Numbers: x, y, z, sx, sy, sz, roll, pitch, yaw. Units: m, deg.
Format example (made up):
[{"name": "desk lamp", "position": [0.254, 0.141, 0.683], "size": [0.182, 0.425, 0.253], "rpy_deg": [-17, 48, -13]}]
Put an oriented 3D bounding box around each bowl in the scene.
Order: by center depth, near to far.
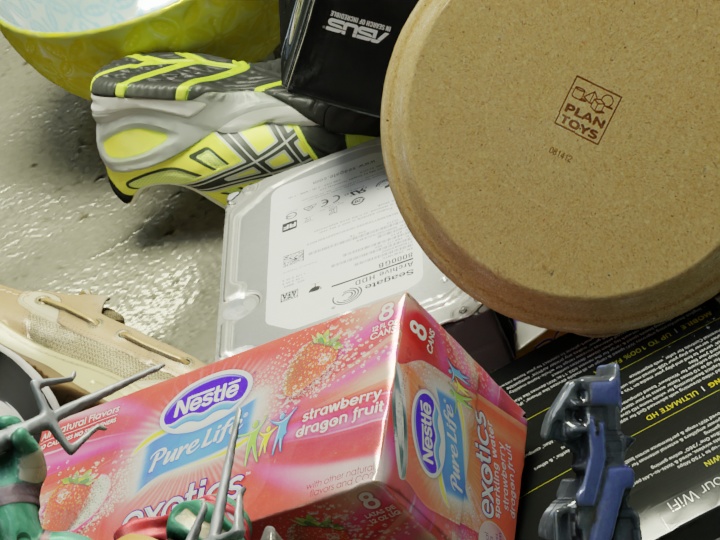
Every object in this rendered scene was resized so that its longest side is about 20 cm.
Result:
[{"name": "bowl", "position": [-0.104, -0.150, 1.575], "size": [0.200, 0.108, 0.200], "rpy_deg": [-16, 33, 11]}]

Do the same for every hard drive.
[{"name": "hard drive", "position": [0.000, 0.000, 1.319], "size": [0.139, 0.038, 0.200], "rpy_deg": [-19, 30, 11]}]

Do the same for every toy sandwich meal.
[{"name": "toy sandwich meal", "position": [0.100, -0.070, 1.204], "size": [0.205, 0.206, 0.070], "rpy_deg": [-19, -8, 7]}]

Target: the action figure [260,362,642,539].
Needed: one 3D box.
[{"name": "action figure", "position": [0.052, 0.135, 1.030], "size": [0.193, 0.201, 0.105], "rpy_deg": [6, -8, -10]}]

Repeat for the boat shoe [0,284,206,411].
[{"name": "boat shoe", "position": [-0.143, 0.046, 1.361], "size": [0.064, 0.071, 0.200], "rpy_deg": [-37, 45, -29]}]

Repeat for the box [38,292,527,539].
[{"name": "box", "position": [-0.040, 0.100, 1.137], "size": [0.200, 0.095, 0.103], "rpy_deg": [-20, 40, 31]}]

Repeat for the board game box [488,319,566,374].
[{"name": "board game box", "position": [0.080, 0.010, 1.310], "size": [0.200, 0.030, 0.095], "rpy_deg": [-37, 34, -16]}]

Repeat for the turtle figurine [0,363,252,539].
[{"name": "turtle figurine", "position": [-0.094, 0.121, 1.003], "size": [0.149, 0.101, 0.200], "rpy_deg": [10, 43, 40]}]

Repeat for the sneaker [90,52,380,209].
[{"name": "sneaker", "position": [-0.043, -0.070, 1.465], "size": [0.199, 0.077, 0.075], "rpy_deg": [5, 24, 9]}]

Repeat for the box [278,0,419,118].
[{"name": "box", "position": [0.047, -0.143, 1.399], "size": [0.163, 0.086, 0.200], "rpy_deg": [14, 24, -10]}]

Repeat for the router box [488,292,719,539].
[{"name": "router box", "position": [0.138, 0.070, 1.161], "size": [0.200, 0.051, 0.149], "rpy_deg": [-27, 34, -6]}]

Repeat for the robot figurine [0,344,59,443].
[{"name": "robot figurine", "position": [-0.200, 0.093, 1.231], "size": [0.150, 0.125, 0.200], "rpy_deg": [-35, 3, 8]}]
